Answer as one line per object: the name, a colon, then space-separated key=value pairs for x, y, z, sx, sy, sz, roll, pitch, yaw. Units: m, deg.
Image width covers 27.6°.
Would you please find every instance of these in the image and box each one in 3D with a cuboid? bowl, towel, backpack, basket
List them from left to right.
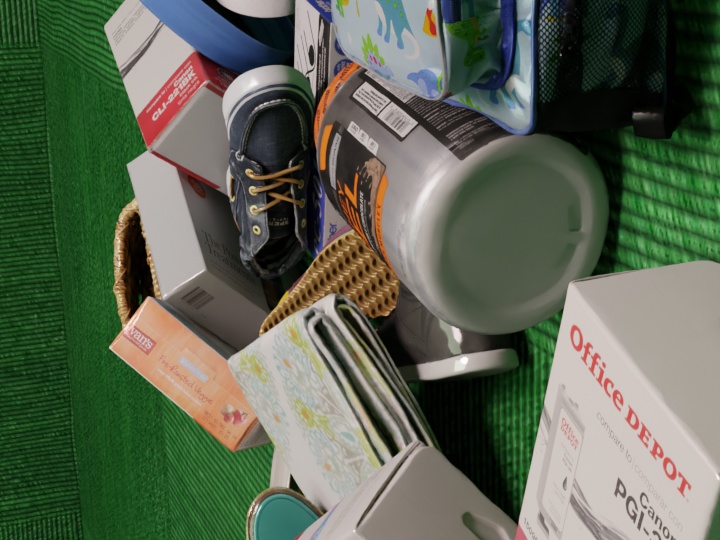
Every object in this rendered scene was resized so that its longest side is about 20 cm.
basket: x=-0.179 y=0.012 z=1.453 sx=0.149 sy=0.142 sz=0.201 roll=69 pitch=-173 yaw=-69
bowl: x=-0.139 y=-0.242 z=1.241 sx=0.039 sy=0.200 sz=0.201 roll=-45 pitch=43 yaw=19
towel: x=-0.012 y=0.111 z=1.015 sx=0.172 sy=0.048 sz=0.200 roll=60 pitch=155 yaw=2
backpack: x=0.068 y=-0.178 z=0.714 sx=0.183 sy=0.146 sz=0.202 roll=-140 pitch=49 yaw=-60

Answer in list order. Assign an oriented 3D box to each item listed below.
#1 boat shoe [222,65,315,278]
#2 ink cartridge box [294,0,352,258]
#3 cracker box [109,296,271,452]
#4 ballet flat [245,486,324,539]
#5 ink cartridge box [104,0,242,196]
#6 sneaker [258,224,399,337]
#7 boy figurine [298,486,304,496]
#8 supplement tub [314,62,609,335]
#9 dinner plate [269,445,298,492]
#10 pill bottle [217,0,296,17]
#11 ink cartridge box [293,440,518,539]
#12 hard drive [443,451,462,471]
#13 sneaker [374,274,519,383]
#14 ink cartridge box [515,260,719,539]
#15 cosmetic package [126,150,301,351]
boat shoe: x=-0.065 y=-0.072 z=1.129 sx=0.201 sy=0.070 sz=0.091 roll=102 pitch=157 yaw=-64
ink cartridge box: x=-0.022 y=-0.112 z=1.156 sx=0.094 sy=0.044 sz=0.201 roll=-127 pitch=35 yaw=-59
cracker box: x=-0.125 y=0.090 z=1.250 sx=0.134 sy=0.058 sz=0.200 roll=39 pitch=179 yaw=8
ballet flat: x=-0.020 y=0.244 z=1.055 sx=0.201 sy=0.071 sz=0.071 roll=54 pitch=159 yaw=0
ink cartridge box: x=-0.129 y=-0.159 z=1.279 sx=0.084 sy=0.144 sz=0.200 roll=-47 pitch=41 yaw=18
sneaker: x=0.000 y=0.000 z=1.092 sx=0.075 sy=0.090 sz=0.200 roll=46 pitch=133 yaw=-7
boy figurine: x=-0.013 y=0.160 z=1.175 sx=0.125 sy=0.064 sz=0.201 roll=-66 pitch=-14 yaw=-50
supplement tub: x=0.049 y=-0.056 z=0.851 sx=0.200 sy=0.122 sz=0.123 roll=-131 pitch=39 yaw=-60
dinner plate: x=-0.052 y=0.150 z=1.232 sx=0.200 sy=0.024 sz=0.202 roll=9 pitch=-90 yaw=-85
pill bottle: x=-0.070 y=-0.303 z=1.128 sx=0.112 sy=0.110 sz=0.201 roll=-118 pitch=27 yaw=-46
ink cartridge box: x=0.023 y=0.216 z=0.916 sx=0.147 sy=0.086 sz=0.200 roll=42 pitch=141 yaw=0
hard drive: x=0.056 y=0.246 z=1.069 sx=0.140 sy=0.038 sz=0.201 roll=131 pitch=129 yaw=-66
sneaker: x=0.043 y=0.026 z=0.989 sx=0.200 sy=0.070 sz=0.100 roll=160 pitch=105 yaw=-66
ink cartridge box: x=0.145 y=0.117 z=0.689 sx=0.147 sy=0.082 sz=0.201 roll=-121 pitch=30 yaw=-50
cosmetic package: x=-0.113 y=-0.005 z=1.279 sx=0.200 sy=0.052 sz=0.151 roll=40 pitch=-158 yaw=-51
